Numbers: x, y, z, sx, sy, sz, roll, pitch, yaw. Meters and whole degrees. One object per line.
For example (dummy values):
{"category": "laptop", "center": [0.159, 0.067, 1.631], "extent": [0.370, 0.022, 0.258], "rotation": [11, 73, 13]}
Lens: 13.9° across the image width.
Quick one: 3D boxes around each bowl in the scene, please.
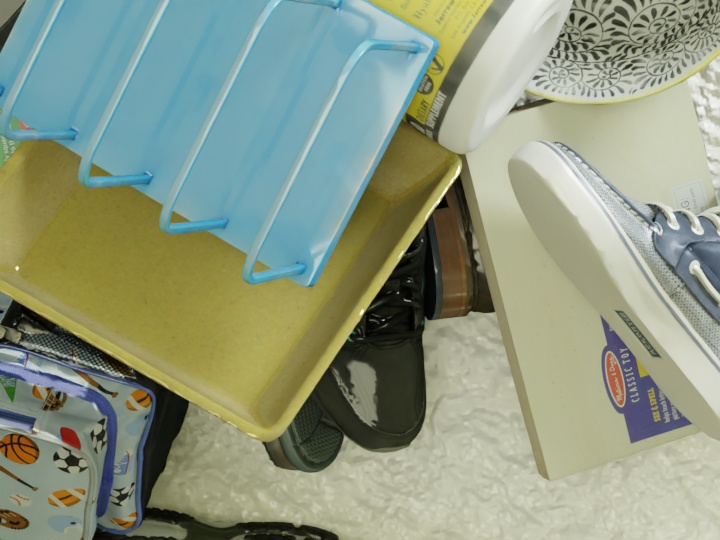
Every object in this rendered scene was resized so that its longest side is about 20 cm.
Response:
{"category": "bowl", "center": [0.132, -0.194, 1.575], "extent": [0.199, 0.094, 0.202], "rotation": [3, 102, 17]}

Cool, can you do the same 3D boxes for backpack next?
{"category": "backpack", "center": [-0.194, 0.059, 1.589], "extent": [0.190, 0.154, 0.201], "rotation": [23, 140, 7]}

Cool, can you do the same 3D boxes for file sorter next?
{"category": "file sorter", "center": [-0.091, -0.099, 1.426], "extent": [0.199, 0.123, 0.139], "rotation": [30, 99, 12]}

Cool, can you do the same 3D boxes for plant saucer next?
{"category": "plant saucer", "center": [-0.079, -0.023, 1.515], "extent": [0.199, 0.049, 0.200], "rotation": [29, 63, 11]}

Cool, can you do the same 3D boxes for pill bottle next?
{"category": "pill bottle", "center": [0.002, -0.157, 1.517], "extent": [0.199, 0.111, 0.112], "rotation": [34, 99, 10]}

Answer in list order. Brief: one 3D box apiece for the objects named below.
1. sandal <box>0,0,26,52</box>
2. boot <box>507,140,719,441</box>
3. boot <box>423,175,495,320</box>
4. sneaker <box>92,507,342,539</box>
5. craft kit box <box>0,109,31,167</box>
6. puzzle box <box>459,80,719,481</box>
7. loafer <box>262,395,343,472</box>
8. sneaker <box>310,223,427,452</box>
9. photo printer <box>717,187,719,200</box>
{"category": "sandal", "center": [-0.207, -0.148, 1.624], "extent": [0.199, 0.043, 0.076], "rotation": [-28, 89, 11]}
{"category": "boot", "center": [0.164, -0.011, 1.558], "extent": [0.090, 0.073, 0.200], "rotation": [-44, 113, -13]}
{"category": "boot", "center": [0.073, -0.076, 1.626], "extent": [0.096, 0.075, 0.201], "rotation": [-4, 89, -12]}
{"category": "sneaker", "center": [-0.070, 0.191, 1.665], "extent": [0.199, 0.077, 0.089], "rotation": [8, 109, 14]}
{"category": "craft kit box", "center": [-0.197, -0.080, 1.670], "extent": [0.196, 0.049, 0.201], "rotation": [-10, 93, 7]}
{"category": "puzzle box", "center": [0.134, 0.001, 1.595], "extent": [0.132, 0.025, 0.201], "rotation": [-17, 100, -12]}
{"category": "loafer", "center": [-0.052, 0.014, 1.651], "extent": [0.063, 0.072, 0.201], "rotation": [-8, 88, 38]}
{"category": "sneaker", "center": [0.000, 0.000, 1.593], "extent": [0.075, 0.079, 0.201], "rotation": [-13, 91, -24]}
{"category": "photo printer", "center": [0.317, -0.032, 1.577], "extent": [0.200, 0.069, 0.166], "rotation": [43, 99, 3]}
